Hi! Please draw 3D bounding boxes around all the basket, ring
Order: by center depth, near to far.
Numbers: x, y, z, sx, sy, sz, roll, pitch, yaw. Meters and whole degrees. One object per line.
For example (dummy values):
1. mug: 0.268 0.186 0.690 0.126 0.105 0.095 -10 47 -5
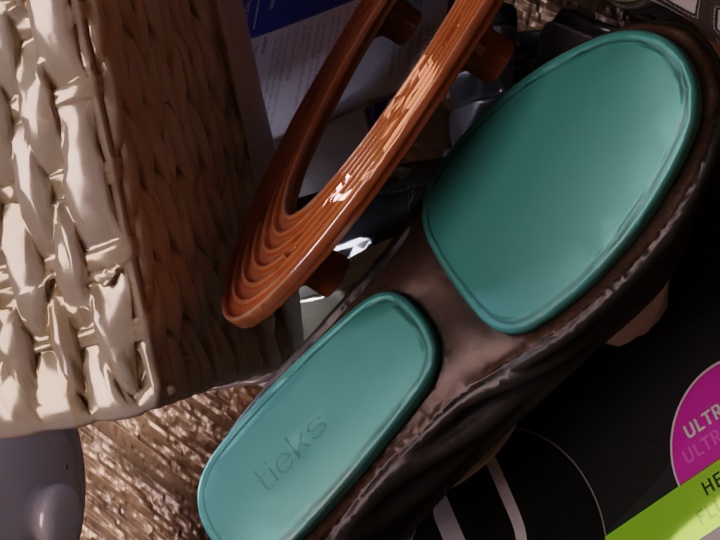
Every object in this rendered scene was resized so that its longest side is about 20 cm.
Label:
1. ring: 0.020 -0.068 0.838 0.200 0.019 0.200 -56 11 17
2. basket: -0.112 -0.047 0.903 0.136 0.123 0.200 -10 95 18

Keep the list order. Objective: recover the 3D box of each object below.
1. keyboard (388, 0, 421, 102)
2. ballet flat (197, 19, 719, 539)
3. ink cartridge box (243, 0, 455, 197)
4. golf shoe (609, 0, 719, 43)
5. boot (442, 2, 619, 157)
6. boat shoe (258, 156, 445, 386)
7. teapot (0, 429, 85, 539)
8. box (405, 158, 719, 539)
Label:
1. keyboard: 0.007 -0.118 1.014 0.056 0.011 0.200 41 136 18
2. ballet flat: 0.035 0.010 0.789 0.200 0.068 0.068 -45 59 26
3. ink cartridge box: -0.042 -0.062 0.995 0.200 0.037 0.095 -19 44 31
4. golf shoe: 0.106 -0.110 0.886 0.200 0.094 0.078 17 76 50
5. boot: 0.036 -0.021 1.033 0.200 0.070 0.132 -5 86 42
6. boat shoe: 0.000 0.000 0.990 0.200 0.072 0.068 -8 41 53
7. teapot: -0.172 0.091 1.164 0.146 0.200 0.197 4 114 26
8. box: 0.102 0.064 0.852 0.200 0.124 0.149 -39 62 30
